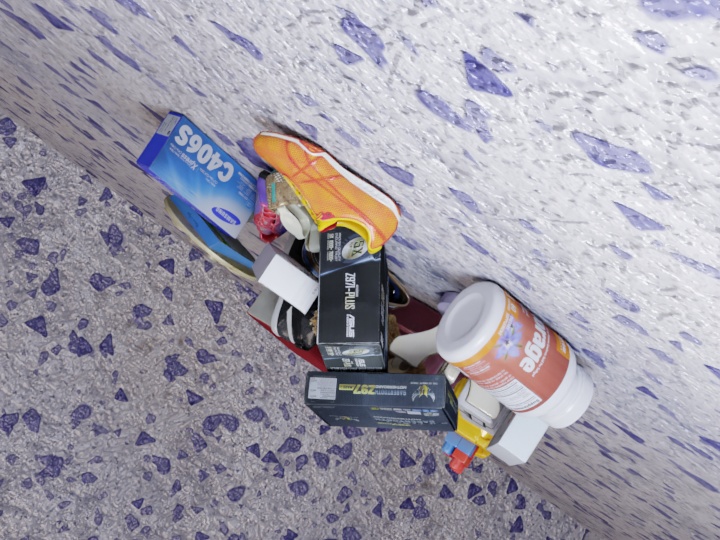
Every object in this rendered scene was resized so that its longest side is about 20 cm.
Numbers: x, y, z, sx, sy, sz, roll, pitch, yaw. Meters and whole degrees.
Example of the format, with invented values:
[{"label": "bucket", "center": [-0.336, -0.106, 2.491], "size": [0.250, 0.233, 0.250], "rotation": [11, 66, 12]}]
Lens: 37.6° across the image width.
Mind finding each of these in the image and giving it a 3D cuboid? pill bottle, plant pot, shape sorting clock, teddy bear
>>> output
[{"label": "pill bottle", "center": [0.198, 0.111, 1.322], "size": [0.199, 0.113, 0.112], "rotation": [37, 171, -24]}, {"label": "plant pot", "center": [0.085, 0.163, 1.802], "size": [0.198, 0.180, 0.200], "rotation": [32, 172, 5]}, {"label": "shape sorting clock", "center": [-0.237, -0.051, 1.695], "size": [0.200, 0.039, 0.200], "rotation": [44, -175, -5]}, {"label": "teddy bear", "center": [0.015, 0.112, 1.615], "size": [0.144, 0.067, 0.201], "rotation": [-7, -131, -39]}]

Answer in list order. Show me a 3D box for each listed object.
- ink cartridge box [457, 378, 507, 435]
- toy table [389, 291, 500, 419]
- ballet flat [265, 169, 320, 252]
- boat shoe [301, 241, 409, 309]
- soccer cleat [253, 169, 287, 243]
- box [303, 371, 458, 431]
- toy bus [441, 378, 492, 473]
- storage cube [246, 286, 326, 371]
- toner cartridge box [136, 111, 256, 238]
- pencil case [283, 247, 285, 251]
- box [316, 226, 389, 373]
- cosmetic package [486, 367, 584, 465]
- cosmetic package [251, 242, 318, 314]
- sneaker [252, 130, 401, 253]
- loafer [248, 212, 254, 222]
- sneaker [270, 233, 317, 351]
[{"label": "ink cartridge box", "center": [0.208, 0.183, 1.659], "size": [0.067, 0.117, 0.200], "rotation": [29, 170, 15]}, {"label": "toy table", "center": [0.146, 0.117, 1.532], "size": [0.182, 0.118, 0.200], "rotation": [31, 170, 16]}, {"label": "ballet flat", "center": [-0.072, -0.064, 1.474], "size": [0.070, 0.066, 0.200], "rotation": [-12, 146, 31]}, {"label": "boat shoe", "center": [0.000, 0.000, 1.621], "size": [0.199, 0.073, 0.072], "rotation": [27, 171, -34]}, {"label": "soccer cleat", "center": [-0.128, -0.090, 1.552], "size": [0.068, 0.074, 0.200], "rotation": [32, 172, 5]}, {"label": "box", "center": [0.033, 0.186, 1.490], "size": [0.197, 0.052, 0.158], "rotation": [1, 162, 12]}, {"label": "toy bus", "center": [0.214, 0.278, 1.920], "size": [0.135, 0.194, 0.200], "rotation": [28, 172, 19]}, {"label": "storage cube", "center": [-0.061, 0.077, 1.899], "size": [0.199, 0.172, 0.180], "rotation": [27, 168, 38]}, {"label": "toner cartridge box", "center": [-0.238, -0.142, 1.603], "size": [0.043, 0.096, 0.200], "rotation": [23, 167, 46]}, {"label": "pencil case", "center": [-0.046, 0.011, 1.763], "size": [0.199, 0.088, 0.078], "rotation": [29, 174, 34]}, {"label": "box", "center": [-0.006, 0.053, 1.459], "size": [0.085, 0.166, 0.200], "rotation": [0, 158, 5]}, {"label": "cosmetic package", "center": [0.245, 0.201, 1.507], "size": [0.051, 0.152, 0.200], "rotation": [31, 171, 8]}, {"label": "cosmetic package", "center": [-0.108, 0.007, 1.530], "size": [0.082, 0.051, 0.200], "rotation": [33, -179, -11]}, {"label": "sneaker", "center": [-0.047, -0.093, 1.227], "size": [0.199, 0.078, 0.073], "rotation": [35, 173, 6]}, {"label": "loafer", "center": [-0.218, -0.114, 1.766], "size": [0.069, 0.070, 0.200], "rotation": [31, 171, 13]}, {"label": "sneaker", "center": [-0.072, 0.030, 1.694], "size": [0.111, 0.203, 0.073], "rotation": [26, -156, 33]}]
